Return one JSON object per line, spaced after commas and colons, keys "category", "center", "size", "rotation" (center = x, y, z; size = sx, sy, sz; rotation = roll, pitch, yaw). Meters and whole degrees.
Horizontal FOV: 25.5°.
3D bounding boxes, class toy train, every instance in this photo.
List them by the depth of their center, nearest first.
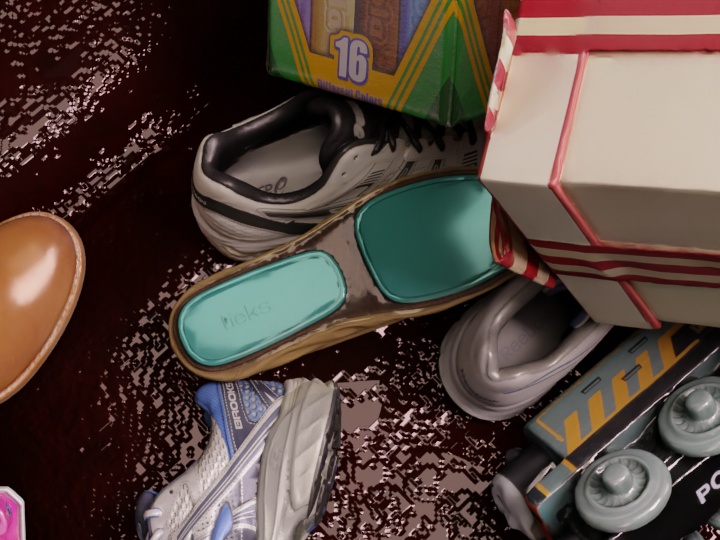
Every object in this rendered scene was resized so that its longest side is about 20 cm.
{"category": "toy train", "center": [0.156, 0.074, 0.777], "size": [0.200, 0.085, 0.114], "rotation": [-40, 35, -9]}

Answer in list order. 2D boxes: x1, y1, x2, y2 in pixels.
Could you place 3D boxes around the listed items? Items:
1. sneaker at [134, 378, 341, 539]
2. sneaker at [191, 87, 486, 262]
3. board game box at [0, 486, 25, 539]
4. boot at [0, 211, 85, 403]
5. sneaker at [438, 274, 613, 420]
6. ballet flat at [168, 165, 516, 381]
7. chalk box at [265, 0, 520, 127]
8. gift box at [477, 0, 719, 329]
{"category": "sneaker", "center": [-0.069, 0.143, 0.761], "size": [0.085, 0.077, 0.201], "rotation": [11, 65, 9]}
{"category": "sneaker", "center": [0.010, -0.060, 0.802], "size": [0.199, 0.088, 0.076], "rotation": [-20, 69, -4]}
{"category": "board game box", "center": [-0.248, 0.200, 0.705], "size": [0.198, 0.026, 0.202], "rotation": [-1, 95, -5]}
{"category": "boot", "center": [-0.214, 0.026, 0.733], "size": [0.200, 0.155, 0.077], "rotation": [-36, 78, -14]}
{"category": "sneaker", "center": [0.123, -0.004, 0.794], "size": [0.074, 0.087, 0.200], "rotation": [40, 83, 0]}
{"category": "ballet flat", "center": [0.000, 0.000, 0.792], "size": [0.199, 0.063, 0.069], "rotation": [-19, 81, 3]}
{"category": "chalk box", "center": [0.040, -0.187, 0.749], "size": [0.123, 0.201, 0.124], "rotation": [22, 30, 37]}
{"category": "gift box", "center": [0.150, -0.085, 0.662], "size": [0.186, 0.200, 0.186], "rotation": [5, 65, 29]}
